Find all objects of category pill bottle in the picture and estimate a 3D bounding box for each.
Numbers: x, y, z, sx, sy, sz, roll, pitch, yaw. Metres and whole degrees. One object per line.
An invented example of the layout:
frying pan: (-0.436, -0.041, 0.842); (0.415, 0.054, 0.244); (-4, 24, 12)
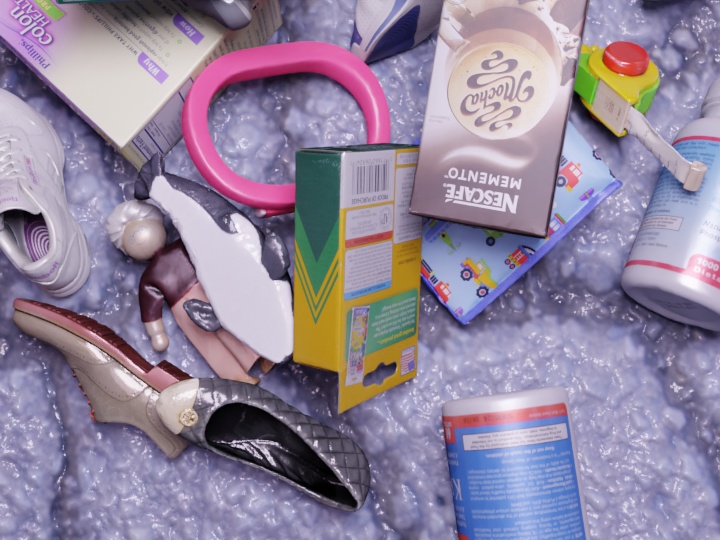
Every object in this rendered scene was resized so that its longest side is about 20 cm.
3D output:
pill bottle: (0.311, -0.059, 0.772); (0.107, 0.109, 0.204); (23, 83, 3)
pill bottle: (0.132, 0.204, 0.733); (0.109, 0.112, 0.205); (-7, 81, -1)

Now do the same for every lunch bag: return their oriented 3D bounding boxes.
lunch bag: (0.104, -0.063, 0.789); (0.199, 0.094, 0.151); (-42, 86, 5)

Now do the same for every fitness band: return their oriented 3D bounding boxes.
fitness band: (-0.060, -0.126, 0.778); (0.197, 0.037, 0.147); (-15, 81, -29)

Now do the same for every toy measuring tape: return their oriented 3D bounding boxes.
toy measuring tape: (0.252, -0.145, 0.782); (0.073, 0.074, 0.201); (-30, 52, -4)

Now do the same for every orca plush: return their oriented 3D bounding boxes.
orca plush: (-0.113, -0.010, 0.758); (0.199, 0.071, 0.106); (37, 105, 9)

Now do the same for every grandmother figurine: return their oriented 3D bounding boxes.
grandmother figurine: (-0.148, 0.016, 0.785); (0.121, 0.061, 0.200); (-43, 87, -15)

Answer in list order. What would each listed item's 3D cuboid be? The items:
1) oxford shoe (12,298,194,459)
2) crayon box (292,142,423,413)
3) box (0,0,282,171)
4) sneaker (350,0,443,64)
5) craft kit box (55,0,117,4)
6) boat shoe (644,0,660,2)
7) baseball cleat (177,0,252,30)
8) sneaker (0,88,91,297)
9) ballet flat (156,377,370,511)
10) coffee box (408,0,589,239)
oxford shoe: (-0.226, 0.092, 0.768); (0.197, 0.070, 0.076); (30, 88, 5)
crayon box: (0.000, 0.000, 0.733); (0.051, 0.125, 0.205); (8, 103, 33)
box: (-0.199, -0.226, 0.797); (0.175, 0.097, 0.201); (41, 83, 5)
sneaker: (0.032, -0.286, 0.766); (0.079, 0.200, 0.117); (-21, 71, -26)
craft kit box: (-0.140, -0.303, 0.685); (0.195, 0.049, 0.201); (-6, 63, -8)
boat shoe: (0.343, -0.300, 0.832); (0.196, 0.076, 0.062); (-14, 121, -12)
baseball cleat: (-0.178, -0.242, 0.725); (0.200, 0.070, 0.107); (44, 90, 15)
sneaker: (-0.296, -0.079, 0.775); (0.074, 0.100, 0.203); (-26, 82, -2)
ballet flat: (-0.077, 0.143, 0.742); (0.197, 0.057, 0.067); (24, 109, -13)
coffee box: (0.112, -0.134, 0.702); (0.110, 0.080, 0.205); (10, 93, 12)
